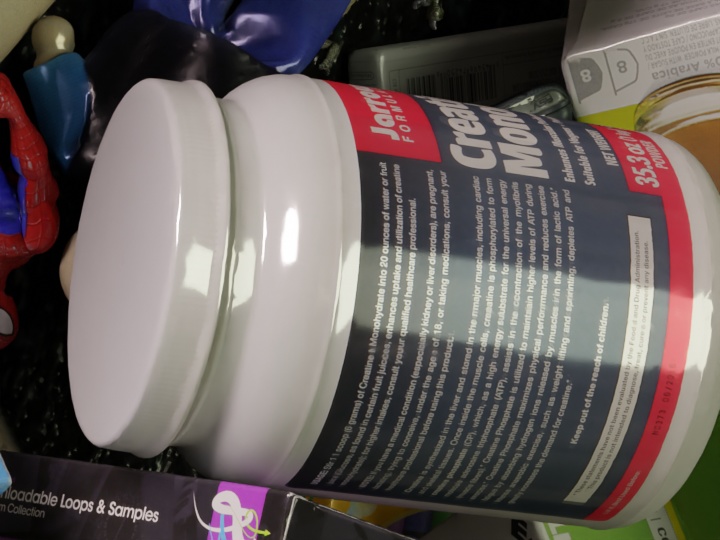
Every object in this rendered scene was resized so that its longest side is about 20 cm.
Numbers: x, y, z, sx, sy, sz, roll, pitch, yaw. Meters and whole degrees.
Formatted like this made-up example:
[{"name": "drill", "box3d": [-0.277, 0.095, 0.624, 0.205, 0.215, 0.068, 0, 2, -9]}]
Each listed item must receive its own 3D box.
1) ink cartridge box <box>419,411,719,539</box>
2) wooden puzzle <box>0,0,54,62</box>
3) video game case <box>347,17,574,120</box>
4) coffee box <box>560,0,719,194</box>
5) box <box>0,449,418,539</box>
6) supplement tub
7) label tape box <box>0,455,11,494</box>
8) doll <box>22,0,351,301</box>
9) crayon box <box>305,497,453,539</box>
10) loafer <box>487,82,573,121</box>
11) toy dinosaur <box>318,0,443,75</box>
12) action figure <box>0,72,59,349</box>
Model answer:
[{"name": "ink cartridge box", "box3d": [0.107, 0.133, 1.097, 0.076, 0.200, 0.148, -6, 66, -38]}, {"name": "wooden puzzle", "box3d": [-0.131, -0.196, 1.065, 0.185, 0.037, 0.200, -53, 128, -32]}, {"name": "video game case", "box3d": [0.072, -0.016, 1.311, 0.200, 0.023, 0.183, -13, 102, -48]}, {"name": "coffee box", "box3d": [0.206, -0.056, 1.241, 0.200, 0.199, 0.198, -76, 151, -66]}, {"name": "box", "box3d": [-0.052, 0.099, 1.048, 0.143, 0.200, 0.036, 24, 77, -45]}, {"name": "supplement tub", "box3d": [0.013, 0.010, 1.013, 0.199, 0.140, 0.141, 8, 86, -20]}, {"name": "label tape box", "box3d": [-0.217, 0.006, 0.945, 0.143, 0.066, 0.200, -9, 65, -47]}, {"name": "doll", "box3d": [-0.053, -0.068, 1.097, 0.136, 0.048, 0.200, 26, 68, 1]}, {"name": "crayon box", "box3d": [0.025, 0.090, 1.216, 0.125, 0.052, 0.201, 12, 88, -35]}, {"name": "loafer", "box3d": [0.000, 0.000, 1.131, 0.200, 0.073, 0.072, -25, 93, -1]}, {"name": "toy dinosaur", "box3d": [0.012, -0.126, 1.189, 0.200, 0.088, 0.048, -52, 137, -32]}, {"name": "action figure", "box3d": [-0.144, -0.062, 1.027, 0.052, 0.065, 0.200, -72, 155, -59]}]
